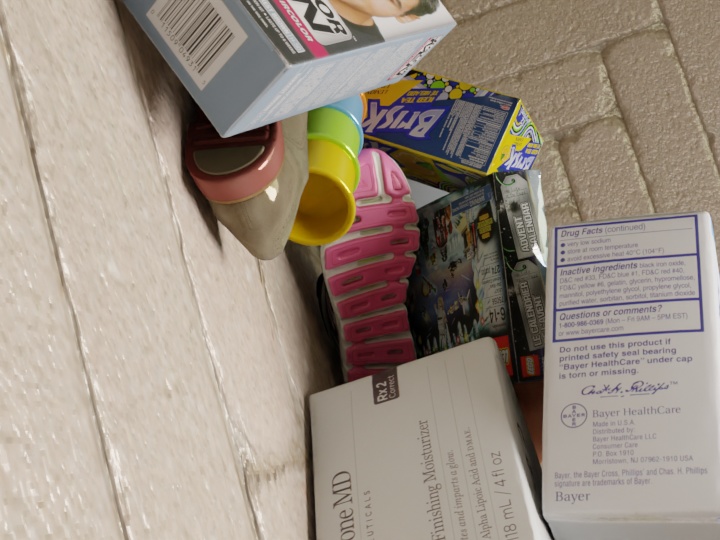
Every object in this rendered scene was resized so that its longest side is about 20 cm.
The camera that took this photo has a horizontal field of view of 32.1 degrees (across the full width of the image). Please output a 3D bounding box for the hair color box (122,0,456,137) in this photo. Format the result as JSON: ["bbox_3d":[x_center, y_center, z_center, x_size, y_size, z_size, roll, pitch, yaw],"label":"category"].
[{"bbox_3d":[-0.034,-0.146,0.694,0.100,0.060,0.199,53,32,5],"label":"hair color box"}]

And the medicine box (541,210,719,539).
[{"bbox_3d":[0.179,0.099,0.774,0.183,0.101,0.203,62,29,-50],"label":"medicine box"}]

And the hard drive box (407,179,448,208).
[{"bbox_3d":[0.044,-0.044,1.103,0.156,0.075,0.204,-79,173,-81],"label":"hard drive box"}]

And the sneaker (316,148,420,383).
[{"bbox_3d":[0.000,0.000,0.923,0.088,0.072,0.203,-123,-155,-60],"label":"sneaker"}]

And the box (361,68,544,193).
[{"bbox_3d":[0.034,-0.112,0.949,0.065,0.198,0.070,-62,149,-10],"label":"box"}]

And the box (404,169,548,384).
[{"bbox_3d":[0.076,0.016,0.899,0.200,0.039,0.140,156,-73,-69],"label":"box"}]

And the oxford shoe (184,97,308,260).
[{"bbox_3d":[-0.063,-0.087,0.745,0.202,0.069,0.076,-83,160,-48],"label":"oxford shoe"}]

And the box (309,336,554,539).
[{"bbox_3d":[0.061,0.190,0.763,0.200,0.129,0.202,-97,166,-56],"label":"box"}]

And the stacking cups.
[{"bbox_3d":[-0.021,-0.098,0.857,0.201,0.060,0.061,-79,152,-53],"label":"stacking cups"}]

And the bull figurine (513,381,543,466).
[{"bbox_3d":[0.119,0.107,0.947,0.122,0.064,0.202,-119,-148,-43],"label":"bull figurine"}]
